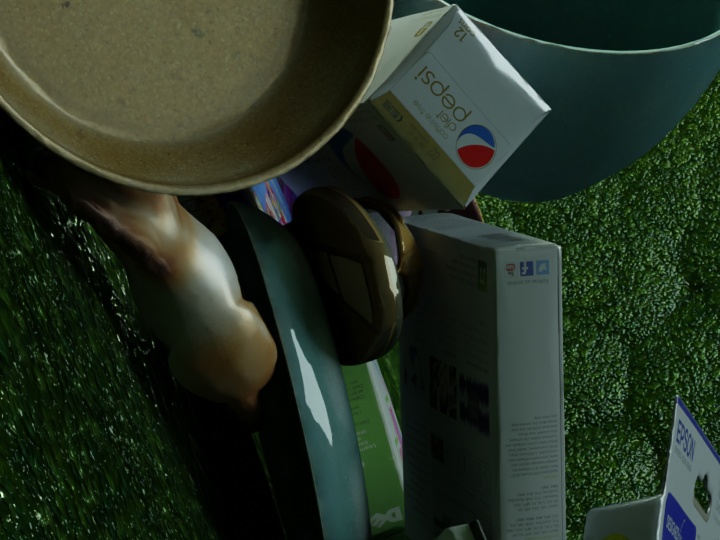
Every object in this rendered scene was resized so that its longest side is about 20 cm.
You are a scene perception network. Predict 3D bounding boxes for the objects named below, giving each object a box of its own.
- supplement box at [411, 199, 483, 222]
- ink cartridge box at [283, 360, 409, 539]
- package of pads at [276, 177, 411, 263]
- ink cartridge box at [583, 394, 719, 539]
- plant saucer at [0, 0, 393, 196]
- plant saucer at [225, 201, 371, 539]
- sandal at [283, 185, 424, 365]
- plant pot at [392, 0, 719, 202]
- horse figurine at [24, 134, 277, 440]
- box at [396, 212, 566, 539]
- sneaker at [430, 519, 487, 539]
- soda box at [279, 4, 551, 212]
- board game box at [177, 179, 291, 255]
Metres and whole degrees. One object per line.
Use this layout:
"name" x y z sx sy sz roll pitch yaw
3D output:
"supplement box" -0.024 -0.119 1.536 0.200 0.132 0.198 60 10 -56
"ink cartridge box" 0.003 0.128 1.202 0.104 0.059 0.201 68 4 -51
"package of pads" -0.011 -0.062 1.339 0.201 0.075 0.121 99 -10 -51
"ink cartridge box" 0.134 0.177 1.084 0.198 0.047 0.201 47 48 -66
"plant saucer" -0.081 -0.125 0.916 0.035 0.199 0.201 -20 -87 61
"plant saucer" -0.027 0.064 1.071 0.200 0.027 0.202 168 -90 -82
"sandal" 0.000 0.000 1.075 0.200 0.054 0.081 164 -87 -82
"plant pot" 0.090 -0.115 1.196 0.201 0.199 0.135 -106 -158 -48
"horse figurine" -0.079 0.000 0.978 0.201 0.050 0.133 62 0 -28
"box" 0.054 0.080 1.059 0.144 0.036 0.202 -156 -116 -73
"sneaker" 0.005 0.170 1.028 0.200 0.088 0.077 107 -27 -56
"soda box" 0.009 -0.072 1.092 0.068 0.064 0.200 46 -15 -15
"board game box" -0.087 -0.070 1.186 0.135 0.045 0.201 -103 170 -58
